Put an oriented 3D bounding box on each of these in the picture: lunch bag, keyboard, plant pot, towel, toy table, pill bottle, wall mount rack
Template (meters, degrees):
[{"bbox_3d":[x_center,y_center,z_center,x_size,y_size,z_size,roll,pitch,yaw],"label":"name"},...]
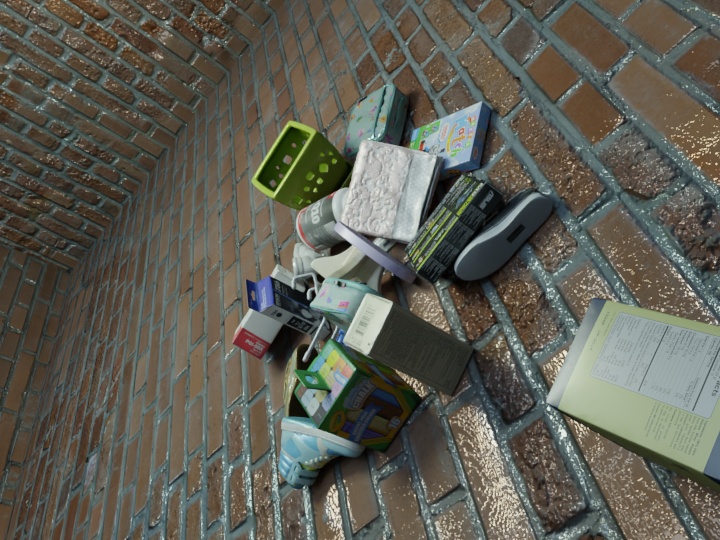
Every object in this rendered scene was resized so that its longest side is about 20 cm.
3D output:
[{"bbox_3d":[0.042,-0.369,1.586,0.160,0.077,0.200,-21,49,44],"label":"lunch bag"},{"bbox_3d":[0.013,0.088,1.138,0.077,0.200,0.160,-57,30,-12],"label":"lunch bag"},{"bbox_3d":[0.057,-0.065,1.391,0.200,0.011,0.056,-46,40,19],"label":"keyboard"},{"bbox_3d":[-0.134,-0.246,1.626,0.199,0.181,0.200,-57,34,4],"label":"plant pot"},{"bbox_3d":[0.060,-0.164,1.330,0.191,0.032,0.200,15,89,25],"label":"towel"},{"bbox_3d":[0.000,0.000,1.275,0.200,0.184,0.117,39,98,33],"label":"toy table"},{"bbox_3d":[-0.048,-0.126,1.479,0.200,0.114,0.114,-21,49,43],"label":"pill bottle"},{"bbox_3d":[-0.085,0.102,1.300,0.075,0.200,0.174,-16,73,8],"label":"wall mount rack"}]

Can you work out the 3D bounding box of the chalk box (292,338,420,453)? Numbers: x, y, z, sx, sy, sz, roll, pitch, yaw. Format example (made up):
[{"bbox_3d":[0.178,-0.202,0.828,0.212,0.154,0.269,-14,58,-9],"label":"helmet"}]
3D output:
[{"bbox_3d":[-0.023,0.210,1.102,0.124,0.200,0.125,-56,34,4],"label":"chalk box"}]

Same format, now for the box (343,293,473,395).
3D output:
[{"bbox_3d":[0.082,0.123,1.034,0.078,0.200,0.095,17,78,56],"label":"box"}]

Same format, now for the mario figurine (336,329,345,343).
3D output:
[{"bbox_3d":[-0.036,0.199,1.267,0.200,0.106,0.123,-60,-5,-20],"label":"mario figurine"}]

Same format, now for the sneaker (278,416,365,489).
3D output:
[{"bbox_3d":[-0.076,0.354,1.184,0.200,0.080,0.131,3,81,43],"label":"sneaker"}]

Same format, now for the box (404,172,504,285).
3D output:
[{"bbox_3d":[0.165,-0.084,1.168,0.200,0.048,0.193,-53,13,9],"label":"box"}]

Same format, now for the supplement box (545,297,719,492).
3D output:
[{"bbox_3d":[0.350,0.144,0.664,0.200,0.200,0.134,17,79,57],"label":"supplement box"}]

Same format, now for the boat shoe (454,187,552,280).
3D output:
[{"bbox_3d":[0.237,-0.067,1.097,0.199,0.074,0.068,-48,29,13],"label":"boat shoe"}]

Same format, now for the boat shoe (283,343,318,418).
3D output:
[{"bbox_3d":[-0.126,0.258,1.329,0.066,0.074,0.200,-43,35,51],"label":"boat shoe"}]

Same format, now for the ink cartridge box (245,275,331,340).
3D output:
[{"bbox_3d":[-0.157,0.077,1.384,0.039,0.200,0.099,-47,36,24],"label":"ink cartridge box"}]

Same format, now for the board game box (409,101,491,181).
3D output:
[{"bbox_3d":[0.180,-0.263,1.359,0.200,0.037,0.151,-12,55,47],"label":"board game box"}]

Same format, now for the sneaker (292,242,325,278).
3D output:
[{"bbox_3d":[-0.117,-0.020,1.537,0.200,0.088,0.075,-106,11,-73],"label":"sneaker"}]

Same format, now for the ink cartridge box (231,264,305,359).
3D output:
[{"bbox_3d":[-0.217,0.096,1.513,0.200,0.083,0.147,-58,9,2],"label":"ink cartridge box"}]
